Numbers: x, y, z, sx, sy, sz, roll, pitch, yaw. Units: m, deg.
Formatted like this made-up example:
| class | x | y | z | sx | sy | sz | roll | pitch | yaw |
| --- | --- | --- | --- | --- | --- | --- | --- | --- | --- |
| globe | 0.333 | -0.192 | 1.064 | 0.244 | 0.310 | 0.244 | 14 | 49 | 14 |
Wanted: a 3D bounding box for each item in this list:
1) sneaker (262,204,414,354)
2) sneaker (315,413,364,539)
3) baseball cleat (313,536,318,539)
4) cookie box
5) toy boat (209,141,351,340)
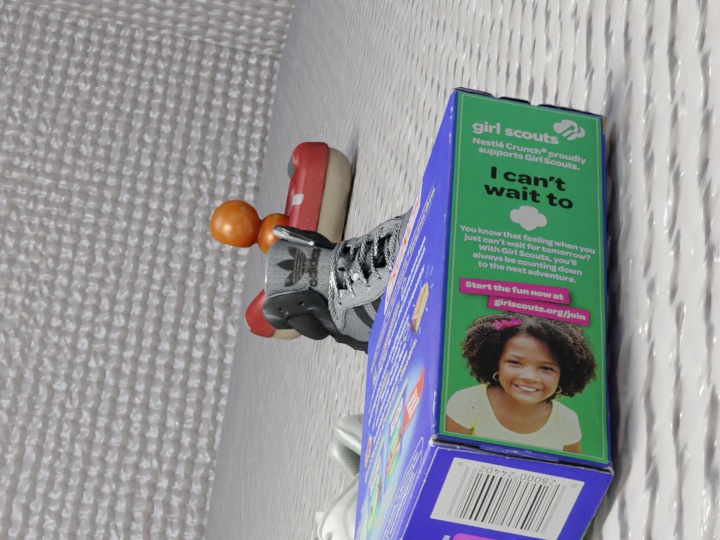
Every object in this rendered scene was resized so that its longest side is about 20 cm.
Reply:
| class | x | y | z | sx | sy | sz | roll | pitch | yaw |
| --- | --- | --- | --- | --- | --- | --- | --- | --- | --- |
| sneaker | 0.000 | 0.000 | 1.194 | 0.200 | 0.113 | 0.076 | 114 | 165 | -64 |
| sneaker | 0.014 | 0.157 | 0.961 | 0.075 | 0.080 | 0.201 | 112 | 166 | -51 |
| baseball cleat | -0.011 | 0.152 | 1.059 | 0.070 | 0.105 | 0.202 | 103 | 177 | -65 |
| cookie box | 0.049 | 0.052 | 0.837 | 0.172 | 0.074 | 0.201 | 107 | 171 | -46 |
| toy boat | -0.087 | -0.034 | 1.957 | 0.131 | 0.129 | 0.202 | 124 | 157 | -75 |
